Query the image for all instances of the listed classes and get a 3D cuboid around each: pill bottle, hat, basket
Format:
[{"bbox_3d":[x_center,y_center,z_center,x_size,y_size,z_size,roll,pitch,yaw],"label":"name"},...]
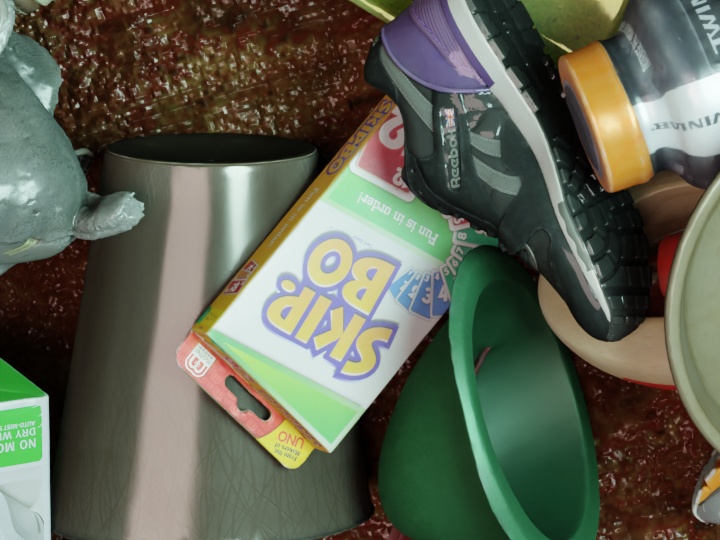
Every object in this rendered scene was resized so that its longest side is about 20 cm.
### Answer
[{"bbox_3d":[0.198,-0.104,1.426,0.200,0.106,0.106,-21,100,-1],"label":"pill bottle"},{"bbox_3d":[0.016,0.104,1.549,0.176,0.166,0.200,-16,95,24],"label":"hat"},{"bbox_3d":[-0.080,0.033,1.570,0.180,0.136,0.201,-3,101,-17],"label":"basket"}]

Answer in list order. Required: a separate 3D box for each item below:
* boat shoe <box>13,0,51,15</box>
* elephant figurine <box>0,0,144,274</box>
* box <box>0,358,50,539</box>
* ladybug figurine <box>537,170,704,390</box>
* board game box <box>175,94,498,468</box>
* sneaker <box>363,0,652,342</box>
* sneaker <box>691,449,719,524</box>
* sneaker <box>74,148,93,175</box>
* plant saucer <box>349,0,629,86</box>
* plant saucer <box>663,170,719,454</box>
[{"bbox_3d":[-0.244,-0.203,1.580,0.075,0.075,0.202,-43,80,6],"label":"boat shoe"},{"bbox_3d":[-0.219,-0.099,1.533,0.141,0.155,0.201,-31,62,55],"label":"elephant figurine"},{"bbox_3d":[-0.244,0.127,1.612,0.096,0.200,0.177,-7,109,-27],"label":"box"},{"bbox_3d":[0.190,0.007,1.494,0.200,0.136,0.072,-5,141,25],"label":"ladybug figurine"},{"bbox_3d":[0.000,0.000,1.521,0.096,0.030,0.200,44,79,-21],"label":"board game box"},{"bbox_3d":[0.071,-0.045,1.476,0.087,0.076,0.200,-32,75,27],"label":"sneaker"},{"bbox_3d":[0.255,0.078,1.515,0.200,0.078,0.077,-37,98,22],"label":"sneaker"},{"bbox_3d":[-0.237,-0.100,1.620,0.200,0.076,0.081,44,100,-3],"label":"sneaker"},{"bbox_3d":[0.089,-0.197,1.497,0.200,0.048,0.200,32,112,6],"label":"plant saucer"},{"bbox_3d":[0.233,0.009,1.403,0.200,0.029,0.201,-5,109,-15],"label":"plant saucer"}]
